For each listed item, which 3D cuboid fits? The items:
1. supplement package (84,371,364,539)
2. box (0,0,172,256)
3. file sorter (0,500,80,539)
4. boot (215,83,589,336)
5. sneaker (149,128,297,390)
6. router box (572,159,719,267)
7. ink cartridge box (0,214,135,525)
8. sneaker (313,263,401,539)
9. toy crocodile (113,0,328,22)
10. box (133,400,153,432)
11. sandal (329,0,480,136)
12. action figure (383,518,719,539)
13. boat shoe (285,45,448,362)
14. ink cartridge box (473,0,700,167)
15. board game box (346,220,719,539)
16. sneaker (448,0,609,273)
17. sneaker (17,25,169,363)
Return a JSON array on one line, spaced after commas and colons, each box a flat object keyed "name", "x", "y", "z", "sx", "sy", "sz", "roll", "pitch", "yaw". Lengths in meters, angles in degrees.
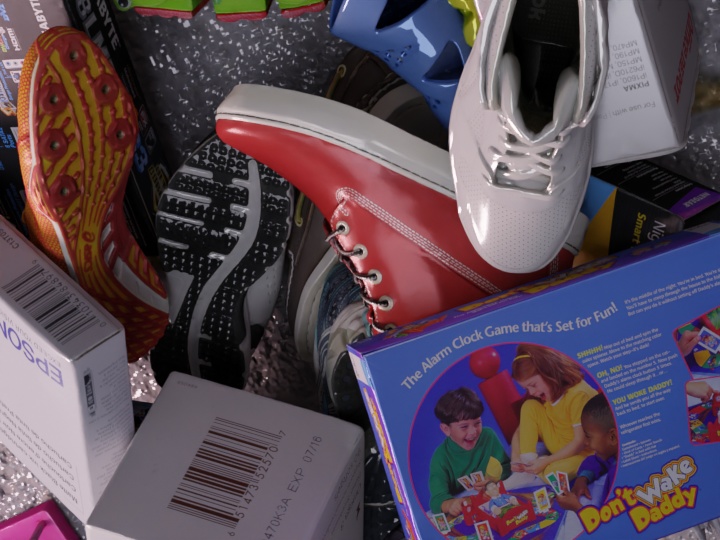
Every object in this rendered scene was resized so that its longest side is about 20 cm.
[{"name": "supplement package", "x": -0.069, "y": 0.175, "z": 1.205, "sx": 0.116, "sy": 0.117, "sz": 0.201, "roll": 15, "pitch": 138, "yaw": 13}, {"name": "box", "x": -0.219, "y": -0.092, "z": 1.219, "sx": 0.197, "sy": 0.050, "sz": 0.201, "roll": 0, "pitch": 134, "yaw": 20}, {"name": "file sorter", "x": -0.255, "y": 0.268, "z": 1.405, "sx": 0.199, "sy": 0.126, "sz": 0.140, "roll": -25, "pitch": 109, "yaw": 23}, {"name": "boot", "x": 0.000, "y": 0.000, "z": 1.115, "sx": 0.199, "sy": 0.072, "sz": 0.145, "roll": 24, "pitch": 88, "yaw": -2}, {"name": "sneaker", "x": -0.074, "y": -0.016, "z": 1.229, "sx": 0.073, "sy": 0.080, "sz": 0.201, "roll": 21, "pitch": 133, "yaw": 3}, {"name": "router box", "x": 0.108, "y": 0.024, "z": 1.204, "sx": 0.148, "sy": 0.051, "sz": 0.202, "roll": 26, "pitch": 124, "yaw": 30}, {"name": "ink cartridge box", "x": -0.195, "y": 0.055, "z": 1.222, "sx": 0.199, "sy": 0.040, "sz": 0.201, "roll": 38, "pitch": 147, "yaw": 32}, {"name": "sneaker", "x": 0.012, "y": 0.079, "z": 1.239, "sx": 0.077, "sy": 0.087, "sz": 0.201, "roll": -11, "pitch": 132, "yaw": -10}, {"name": "toy crocodile", "x": -0.069, "y": -0.160, "z": 1.177, "sx": 0.198, "sy": 0.068, "sz": 0.062, "roll": 2, "pitch": 118, "yaw": 12}, {"name": "box", "x": -0.087, "y": 0.164, "z": 1.321, "sx": 0.135, "sy": 0.038, "sz": 0.201, "roll": 8, "pitch": 136, "yaw": 18}, {"name": "sandal", "x": 0.022, "y": -0.137, "z": 1.107, "sx": 0.086, "sy": 0.080, "sz": 0.201, "roll": -20, "pitch": 119, "yaw": 8}, {"name": "action figure", "x": 0.104, "y": 0.134, "z": 1.168, "sx": 0.199, "sy": 0.069, "sz": 0.131, "roll": -34, "pitch": 89, "yaw": 28}, {"name": "boat shoe", "x": -0.006, "y": -0.036, "z": 1.230, "sx": 0.060, "sy": 0.071, "sz": 0.201, "roll": 50, "pitch": 140, "yaw": 33}, {"name": "ink cartridge box", "x": 0.102, "y": -0.168, "z": 1.088, "sx": 0.085, "sy": 0.148, "sz": 0.202, "roll": -10, "pitch": 113, "yaw": 18}, {"name": "board game box", "x": 0.108, "y": 0.070, "z": 1.081, "sx": 0.198, "sy": 0.045, "sz": 0.136, "roll": -18, "pitch": 97, "yaw": -8}, {"name": "sneaker", "x": 0.073, "y": -0.069, "z": 0.996, "sx": 0.073, "sy": 0.116, "sz": 0.202, "roll": 9, "pitch": 120, "yaw": 6}, {"name": "sneaker", "x": -0.157, "y": -0.038, "z": 1.169, "sx": 0.077, "sy": 0.073, "sz": 0.202, "roll": 28, "pitch": 134, "yaw": 39}]
